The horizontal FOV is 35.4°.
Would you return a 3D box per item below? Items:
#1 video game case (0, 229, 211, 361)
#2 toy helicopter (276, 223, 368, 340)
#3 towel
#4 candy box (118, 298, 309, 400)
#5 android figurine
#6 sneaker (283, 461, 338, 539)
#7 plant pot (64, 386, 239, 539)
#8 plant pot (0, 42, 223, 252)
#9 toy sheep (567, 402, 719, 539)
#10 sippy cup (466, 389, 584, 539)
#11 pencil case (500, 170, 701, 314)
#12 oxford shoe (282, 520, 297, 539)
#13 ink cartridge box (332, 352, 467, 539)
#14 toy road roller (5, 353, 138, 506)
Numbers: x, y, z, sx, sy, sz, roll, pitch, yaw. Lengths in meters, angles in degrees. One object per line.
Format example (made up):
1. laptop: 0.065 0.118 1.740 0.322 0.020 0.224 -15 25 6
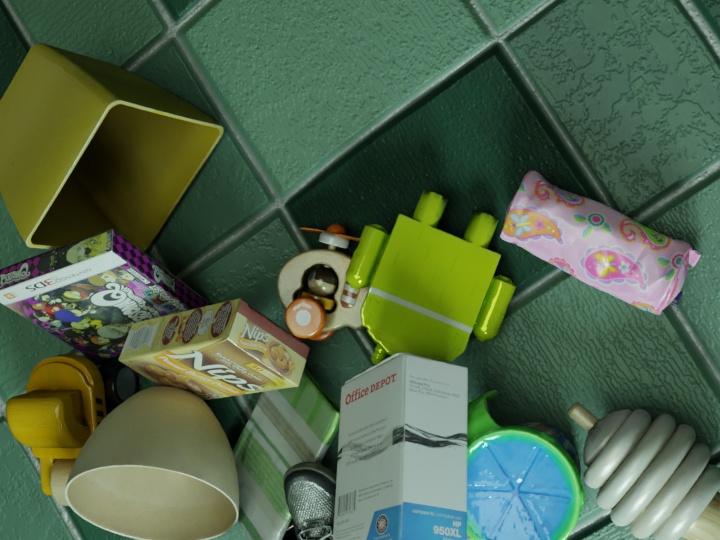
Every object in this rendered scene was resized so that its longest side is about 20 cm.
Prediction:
1. video game case: -0.305 0.035 1.339 0.181 0.200 0.036 -17 56 21
2. toy helicopter: 0.000 0.000 1.290 0.199 0.079 0.133 -13 81 11
3. towel: -0.092 0.216 1.322 0.149 0.031 0.201 43 110 48
4. candy box: -0.170 0.096 1.295 0.199 0.115 0.055 -12 51 42
5. android figurine: 0.074 0.019 1.235 0.181 0.041 0.201 20 87 0
6. sneaker: -0.036 0.309 1.215 0.076 0.114 0.200 -11 109 13
7. plant pot: -0.235 0.217 1.329 0.199 0.200 0.135 -13 50 22
8. plant pot: -0.322 -0.155 1.332 0.176 0.200 0.200 45 109 24
9. toy sheep: 0.294 0.205 1.150 0.200 0.138 0.138 35 106 15
10. sippy cup: 0.177 0.221 1.198 0.139 0.130 0.179 6 97 19
11. pencil case: 0.247 -0.029 1.176 0.199 0.087 0.088 27 104 16
12. oxford shoe: 0.003 0.310 1.303 0.199 0.074 0.071 -7 92 22
13. ink cartridge box: 0.041 0.203 1.173 0.145 0.084 0.201 -34 48 55
14. toy road roller: -0.360 0.204 1.395 0.122 0.146 0.201 -3 94 21
